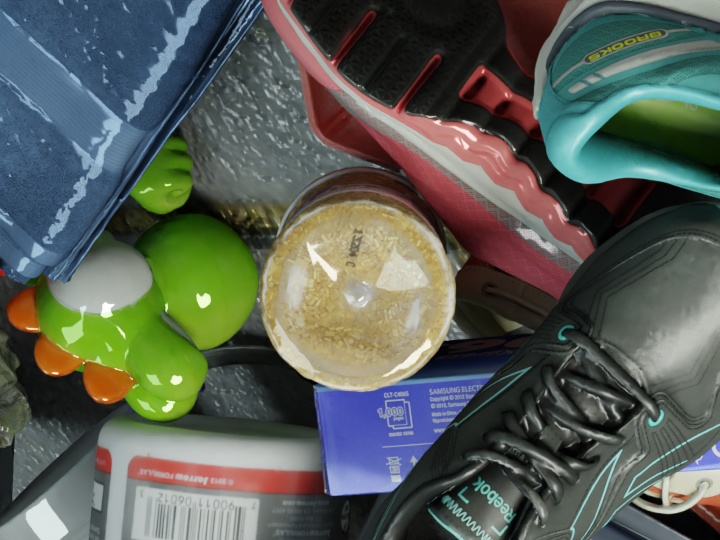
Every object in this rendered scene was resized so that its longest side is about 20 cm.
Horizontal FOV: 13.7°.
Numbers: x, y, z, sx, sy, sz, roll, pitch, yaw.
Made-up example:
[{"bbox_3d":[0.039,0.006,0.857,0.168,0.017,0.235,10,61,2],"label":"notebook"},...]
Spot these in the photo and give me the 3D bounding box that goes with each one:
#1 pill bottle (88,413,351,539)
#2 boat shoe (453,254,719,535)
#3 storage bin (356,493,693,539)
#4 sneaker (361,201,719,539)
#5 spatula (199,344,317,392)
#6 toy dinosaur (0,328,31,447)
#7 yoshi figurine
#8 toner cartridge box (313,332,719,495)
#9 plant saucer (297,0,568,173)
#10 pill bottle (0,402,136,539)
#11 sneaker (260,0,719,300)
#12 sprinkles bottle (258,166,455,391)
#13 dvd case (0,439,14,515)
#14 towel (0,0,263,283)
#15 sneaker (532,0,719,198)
[{"bbox_3d":[-0.068,0.168,1.331,0.116,0.116,0.200,7,92,42],"label":"pill bottle"},{"bbox_3d":[0.115,0.058,1.179,0.200,0.063,0.071,47,144,-6],"label":"boat shoe"},{"bbox_3d":[0.075,0.162,1.238,0.200,0.134,0.146,30,171,21],"label":"storage bin"},{"bbox_3d":[0.068,0.062,1.008,0.075,0.079,0.200,40,109,5],"label":"sneaker"},{"bbox_3d":[-0.043,0.042,1.362,0.200,0.021,0.057,14,141,35],"label":"spatula"},{"bbox_3d":[-0.184,0.018,1.265,0.088,0.047,0.200,30,162,12],"label":"toy dinosaur"},{"bbox_3d":[-0.121,-0.024,1.328,0.200,0.112,0.112,50,-177,13],"label":"yoshi figurine"},{"bbox_3d":[0.092,0.046,1.090,0.200,0.095,0.043,-5,97,18],"label":"toner cartridge box"},{"bbox_3d":[0.058,-0.104,1.088,0.200,0.037,0.200,22,140,31],"label":"plant saucer"},{"bbox_3d":[-0.077,0.167,1.446,0.200,0.116,0.116,49,146,-7],"label":"pill bottle"},{"bbox_3d":[0.035,-0.045,1.078,0.200,0.074,0.087,40,147,6],"label":"sneaker"},{"bbox_3d":[0.000,0.000,1.103,0.068,0.068,0.200,46,-177,-3],"label":"sprinkles bottle"},{"bbox_3d":[-0.197,0.049,1.443,0.018,0.143,0.200,-8,131,4],"label":"dvd case"},{"bbox_3d":[-0.116,-0.094,1.215,0.112,0.049,0.200,43,125,7],"label":"towel"},{"bbox_3d":[0.155,-0.042,0.985,0.200,0.080,0.078,7,134,7],"label":"sneaker"}]
